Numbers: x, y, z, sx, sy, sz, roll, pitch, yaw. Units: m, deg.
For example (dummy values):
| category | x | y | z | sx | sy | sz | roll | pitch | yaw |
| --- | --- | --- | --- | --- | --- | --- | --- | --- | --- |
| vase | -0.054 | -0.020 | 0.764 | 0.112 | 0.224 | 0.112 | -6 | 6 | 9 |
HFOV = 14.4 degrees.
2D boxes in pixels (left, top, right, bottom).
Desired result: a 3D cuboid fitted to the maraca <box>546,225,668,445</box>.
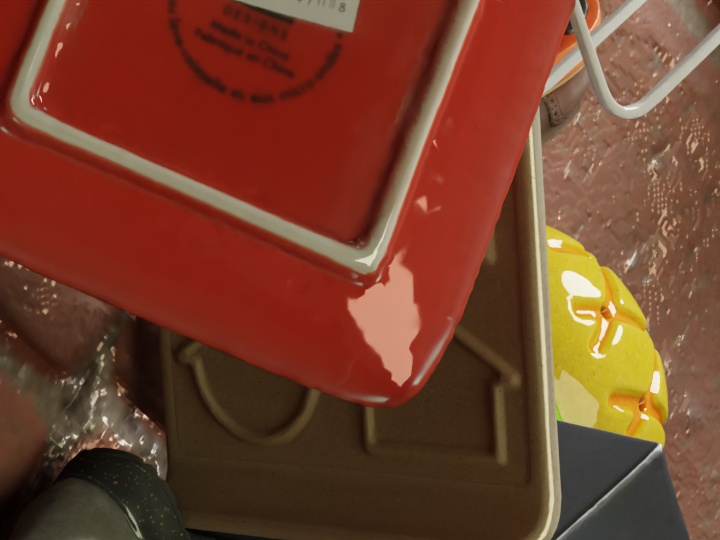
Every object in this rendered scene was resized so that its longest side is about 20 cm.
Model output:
| category | x | y | z | sx | sy | sz | roll | pitch | yaw |
| --- | --- | --- | --- | --- | --- | --- | --- | --- | --- |
| maraca | 0.081 | 0.068 | 1.207 | 0.137 | 0.107 | 0.201 | -57 | 125 | -82 |

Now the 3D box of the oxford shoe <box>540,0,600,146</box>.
| category | x | y | z | sx | sy | sz | roll | pitch | yaw |
| --- | --- | --- | --- | --- | --- | --- | --- | --- | --- |
| oxford shoe | 0.025 | -0.045 | 1.180 | 0.200 | 0.071 | 0.073 | -32 | 140 | -24 |

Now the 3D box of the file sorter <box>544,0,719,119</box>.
| category | x | y | z | sx | sy | sz | roll | pitch | yaw |
| --- | --- | --- | --- | --- | --- | --- | --- | --- | --- |
| file sorter | 0.045 | -0.150 | 1.092 | 0.139 | 0.200 | 0.125 | -43 | 129 | -31 |

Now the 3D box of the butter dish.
| category | x | y | z | sx | sy | sz | roll | pitch | yaw |
| --- | --- | --- | --- | --- | --- | --- | --- | --- | --- |
| butter dish | -0.049 | -0.069 | 0.968 | 0.199 | 0.148 | 0.200 | 23 | 77 | -9 |

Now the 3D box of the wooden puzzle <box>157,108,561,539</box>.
| category | x | y | z | sx | sy | sz | roll | pitch | yaw |
| --- | --- | --- | --- | --- | --- | --- | --- | --- | --- |
| wooden puzzle | 0.000 | 0.000 | 1.061 | 0.046 | 0.185 | 0.201 | -5 | 96 | -51 |

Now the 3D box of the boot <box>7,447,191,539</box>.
| category | x | y | z | sx | sy | sz | roll | pitch | yaw |
| --- | --- | --- | --- | --- | --- | --- | --- | --- | --- |
| boot | -0.100 | 0.180 | 1.085 | 0.132 | 0.070 | 0.200 | -45 | 115 | -44 |

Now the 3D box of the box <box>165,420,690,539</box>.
| category | x | y | z | sx | sy | sz | roll | pitch | yaw |
| --- | --- | --- | --- | --- | --- | --- | --- | --- | --- |
| box | 0.040 | 0.160 | 1.136 | 0.123 | 0.200 | 0.199 | -39 | 123 | -32 |
